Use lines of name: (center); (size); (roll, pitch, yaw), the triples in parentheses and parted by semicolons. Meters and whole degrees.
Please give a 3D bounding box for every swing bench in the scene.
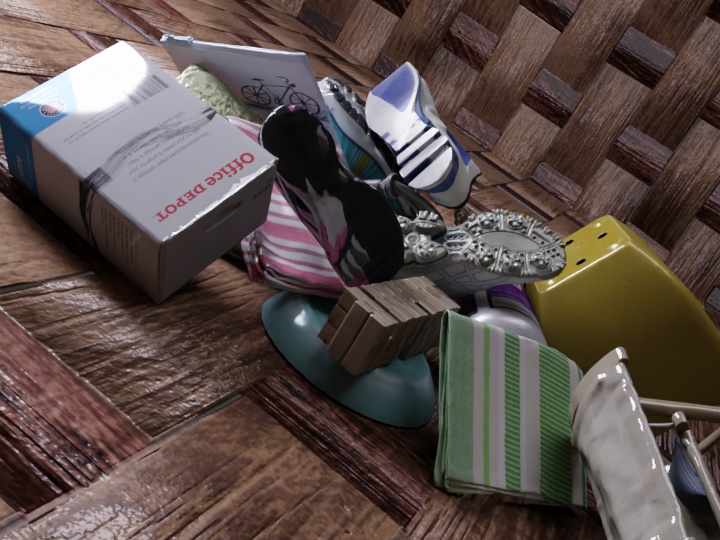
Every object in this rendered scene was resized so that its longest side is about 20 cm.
swing bench: (0.277, 0.207, 0.773); (0.197, 0.130, 0.201); (22, 37, -21)

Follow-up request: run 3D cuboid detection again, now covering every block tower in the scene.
block tower: (0.033, 0.047, 0.844); (0.054, 0.058, 0.199); (39, 17, 19)

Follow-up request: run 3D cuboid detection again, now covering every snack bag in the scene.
snack bag: (-0.113, -0.181, 1.006); (0.185, 0.022, 0.201); (13, -28, 21)

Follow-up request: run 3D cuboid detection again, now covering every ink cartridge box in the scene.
ink cartridge box: (-0.193, -0.091, 0.787); (0.199, 0.084, 0.145); (38, 52, 15)

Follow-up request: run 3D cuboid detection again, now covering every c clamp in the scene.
c clamp: (-0.004, -0.084, 1.056); (0.196, 0.028, 0.171); (6, -28, 32)

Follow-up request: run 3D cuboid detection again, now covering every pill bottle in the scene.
pill bottle: (0.144, 0.078, 0.982); (0.111, 0.114, 0.201); (30, 18, -8)

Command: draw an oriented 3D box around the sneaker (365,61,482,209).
sneaker: (0.078, -0.138, 1.043); (0.115, 0.080, 0.202); (42, 21, -46)

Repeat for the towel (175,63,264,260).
towel: (-0.142, -0.112, 0.942); (0.199, 0.149, 0.036); (41, -29, -11)

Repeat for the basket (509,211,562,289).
basket: (0.238, 0.021, 1.219); (0.199, 0.144, 0.149); (22, 19, -52)

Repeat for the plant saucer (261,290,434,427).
plant saucer: (-0.002, 0.071, 0.871); (0.197, 0.036, 0.201); (30, 17, -10)

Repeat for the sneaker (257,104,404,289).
sneaker: (-0.030, -0.068, 0.853); (0.202, 0.080, 0.086); (60, -13, -16)

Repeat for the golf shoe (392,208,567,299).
golf shoe: (0.120, -0.010, 0.952); (0.195, 0.098, 0.080); (6, 56, 14)

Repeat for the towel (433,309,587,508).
towel: (0.144, 0.135, 0.828); (0.197, 0.023, 0.156); (19, 66, -37)

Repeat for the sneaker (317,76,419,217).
sneaker: (0.000, -0.141, 1.084); (0.201, 0.079, 0.078); (49, 30, -14)

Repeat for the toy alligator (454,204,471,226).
toy alligator: (0.107, 0.001, 1.103); (0.054, 0.202, 0.059); (-32, 53, -20)

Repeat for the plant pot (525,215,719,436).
plant pot: (0.293, 0.058, 1.036); (0.202, 0.193, 0.195); (58, 12, -15)

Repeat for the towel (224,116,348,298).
towel: (-0.059, -0.065, 0.901); (0.144, 0.030, 0.204); (10, 53, -36)
